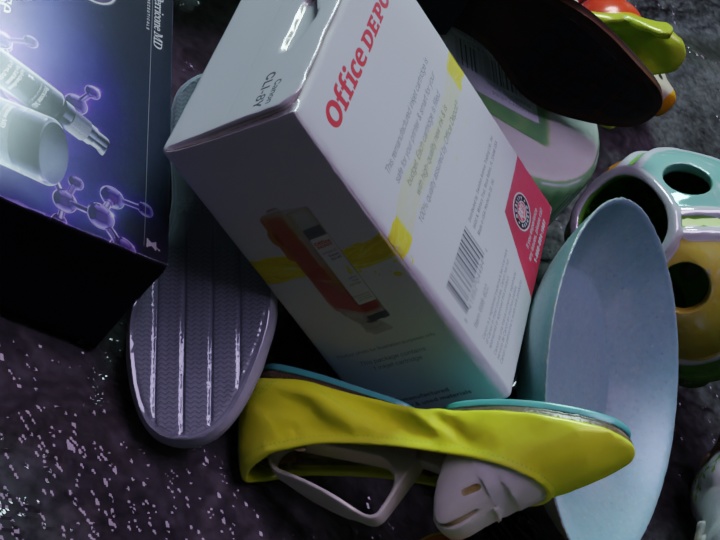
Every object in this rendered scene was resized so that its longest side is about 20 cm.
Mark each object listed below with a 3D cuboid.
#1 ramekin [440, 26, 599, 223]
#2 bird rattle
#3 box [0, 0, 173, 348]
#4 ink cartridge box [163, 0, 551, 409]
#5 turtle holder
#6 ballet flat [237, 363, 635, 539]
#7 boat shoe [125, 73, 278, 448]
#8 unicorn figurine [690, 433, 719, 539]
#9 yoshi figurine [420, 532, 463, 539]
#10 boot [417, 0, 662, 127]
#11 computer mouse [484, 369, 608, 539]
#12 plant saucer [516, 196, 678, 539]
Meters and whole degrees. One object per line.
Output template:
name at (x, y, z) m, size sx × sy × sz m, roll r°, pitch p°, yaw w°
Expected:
ramekin at (0.055, -0.096, 1.076) m, size 0.199 × 0.098 × 0.201 m, roll 26°, pitch 40°, yaw -25°
bird rattle at (0.168, -0.186, 1.313) m, size 0.163 × 0.113 × 0.200 m, roll 23°, pitch 27°, yaw -46°
box at (-0.171, -0.079, 0.854) m, size 0.141 × 0.079 × 0.201 m, roll 26°, pitch 40°, yaw -30°
ink cartridge box at (0.007, -0.044, 0.861) m, size 0.200 × 0.083 × 0.146 m, roll 54°, pitch 38°, yaw -31°
turtle holder at (0.202, 0.007, 1.081) m, size 0.132 × 0.141 × 0.186 m, roll 27°, pitch 45°, yaw -47°
ballet flat at (0.031, 0.094, 0.828) m, size 0.067 × 0.199 × 0.067 m, roll 66°, pitch 37°, yaw -58°
boat shoe at (-0.073, 0.000, 0.876) m, size 0.073 × 0.067 × 0.201 m, roll 6°, pitch 67°, yaw 4°
unicorn figurine at (0.221, 0.145, 1.004) m, size 0.074 × 0.138 × 0.200 m, roll 43°, pitch 20°, yaw 6°
yoshi figurine at (0.073, 0.227, 0.798) m, size 0.112 × 0.112 × 0.200 m, roll 68°, pitch -4°, yaw -46°
boot at (0.104, -0.168, 1.046) m, size 0.199 × 0.075 × 0.097 m, roll 29°, pitch 42°, yaw -19°
computer mouse at (0.081, 0.065, 0.986) m, size 0.141 × 0.046 × 0.200 m, roll 50°, pitch 43°, yaw -16°
plant saucer at (0.125, 0.061, 0.939) m, size 0.201 × 0.038 × 0.202 m, roll -2°, pitch 93°, yaw -61°
